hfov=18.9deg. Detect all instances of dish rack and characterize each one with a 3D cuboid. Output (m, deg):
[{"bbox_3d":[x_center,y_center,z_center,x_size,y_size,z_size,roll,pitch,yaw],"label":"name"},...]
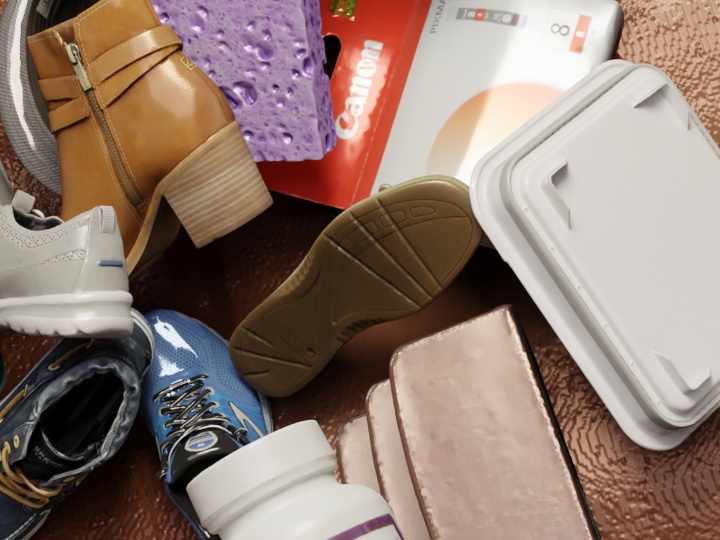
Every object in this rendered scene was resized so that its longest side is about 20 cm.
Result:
[{"bbox_3d":[0.171,-0.016,1.245,0.171,0.043,0.200,-38,96,-35],"label":"dish rack"}]

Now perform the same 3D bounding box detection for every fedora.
[{"bbox_3d":[-0.141,-0.127,1.391,0.176,0.090,0.201,-18,75,5],"label":"fedora"}]

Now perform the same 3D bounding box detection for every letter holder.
[{"bbox_3d":[0.060,0.146,1.249,0.142,0.101,0.201,-20,68,5],"label":"letter holder"}]

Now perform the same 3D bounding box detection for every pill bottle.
[{"bbox_3d":[-0.015,0.188,1.181,0.112,0.112,0.201,-28,79,-1],"label":"pill bottle"}]

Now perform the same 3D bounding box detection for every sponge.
[{"bbox_3d":[-0.080,-0.162,1.267,0.111,0.030,0.201,0,108,23],"label":"sponge"}]

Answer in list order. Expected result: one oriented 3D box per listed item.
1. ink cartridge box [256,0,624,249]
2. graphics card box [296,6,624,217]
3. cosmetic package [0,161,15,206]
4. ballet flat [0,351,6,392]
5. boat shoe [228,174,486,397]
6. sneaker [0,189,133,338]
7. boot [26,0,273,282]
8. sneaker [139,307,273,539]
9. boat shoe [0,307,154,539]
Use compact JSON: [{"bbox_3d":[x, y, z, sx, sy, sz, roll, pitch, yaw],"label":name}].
[{"bbox_3d":[0.045,-0.108,1.317,0.199,0.050,0.163,15,75,9],"label":"ink cartridge box"},{"bbox_3d":[0.057,-0.102,1.368,0.200,0.051,0.126,-40,68,-5],"label":"graphics card box"},{"bbox_3d":[-0.264,-0.068,1.398,0.050,0.083,0.201,-27,67,-1],"label":"cosmetic package"},{"bbox_3d":[-0.304,0.043,1.335,0.199,0.068,0.068,4,68,35],"label":"ballet flat"},{"bbox_3d":[0.000,0.000,1.281,0.200,0.063,0.073,-35,98,33],"label":"boat shoe"},{"bbox_3d":[-0.204,-0.005,1.258,0.199,0.075,0.082,4,88,36],"label":"sneaker"},{"bbox_3d":[-0.162,-0.067,1.276,0.200,0.077,0.156,-26,99,36],"label":"boot"},{"bbox_3d":[-0.086,0.102,1.297,0.078,0.089,0.200,-30,65,-2],"label":"sneaker"},{"bbox_3d":[-0.195,0.110,1.277,0.071,0.091,0.201,34,107,-12],"label":"boat shoe"}]
